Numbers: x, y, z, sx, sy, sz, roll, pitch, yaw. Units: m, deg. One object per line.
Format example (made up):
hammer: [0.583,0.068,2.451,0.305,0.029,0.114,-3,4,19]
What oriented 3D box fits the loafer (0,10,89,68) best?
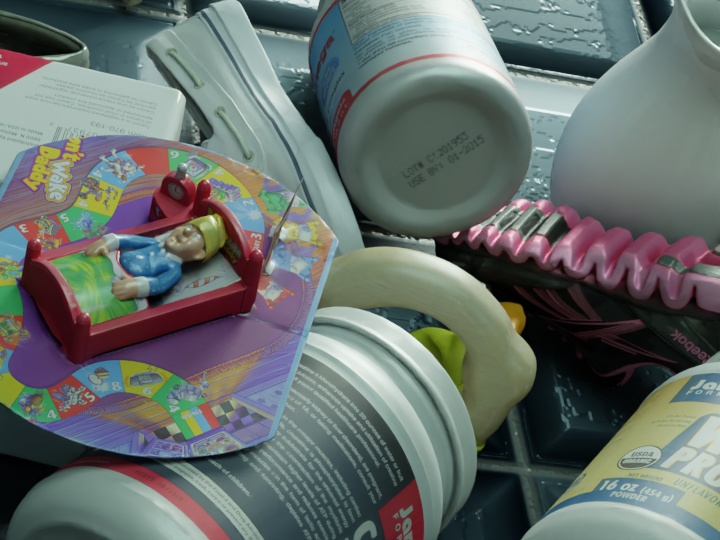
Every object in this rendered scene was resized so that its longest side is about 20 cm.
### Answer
loafer: [-0.246,-0.135,1.223,0.199,0.070,0.070,18,42,-8]

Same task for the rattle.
rattle: [0.000,0.000,1.145,0.200,0.130,0.143,33,51,-7]

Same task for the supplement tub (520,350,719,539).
supplement tub: [0.175,0.135,1.090,0.145,0.145,0.200,36,43,12]

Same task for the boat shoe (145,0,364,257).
boat shoe: [-0.061,-0.064,1.252,0.067,0.074,0.200,-24,57,-8]

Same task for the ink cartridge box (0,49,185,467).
ink cartridge box: [-0.176,-0.013,1.058,0.145,0.084,0.200,14,42,-2]

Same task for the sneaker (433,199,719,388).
sneaker: [0.128,0.020,1.237,0.200,0.096,0.079,16,28,29]

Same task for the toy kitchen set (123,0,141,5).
toy kitchen set: [-0.126,-0.308,1.372,0.163,0.181,0.200,-26,61,-42]

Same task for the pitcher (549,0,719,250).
pitcher: [0.200,-0.065,1.262,0.121,0.200,0.172,-14,55,-35]

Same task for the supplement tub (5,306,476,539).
supplement tub: [-0.051,0.114,1.009,0.140,0.141,0.200,39,44,16]

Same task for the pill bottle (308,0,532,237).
pill bottle: [0.028,-0.110,1.277,0.108,0.109,0.200,10,27,-15]

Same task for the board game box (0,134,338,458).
board game box: [-0.095,-0.006,0.982,0.158,0.039,0.200,17,43,0]
